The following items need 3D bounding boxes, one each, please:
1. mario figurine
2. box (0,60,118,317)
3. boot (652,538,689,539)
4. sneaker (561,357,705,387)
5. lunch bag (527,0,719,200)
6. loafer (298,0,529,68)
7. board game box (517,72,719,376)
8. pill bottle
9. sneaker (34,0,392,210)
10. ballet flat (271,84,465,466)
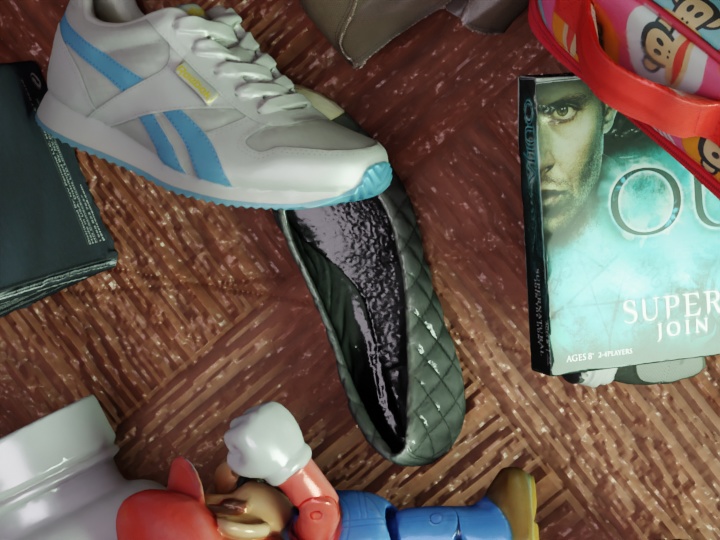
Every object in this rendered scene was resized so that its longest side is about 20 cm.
[{"bbox_3d":[-0.018,0.117,1.284,0.198,0.106,0.124,3,100,-9],"label":"mario figurine"},{"bbox_3d":[-0.253,-0.011,1.302,0.199,0.198,0.124,-23,91,15],"label":"box"},{"bbox_3d":[0.224,0.207,1.276,0.150,0.073,0.201,-17,96,16],"label":"boot"},{"bbox_3d":[0.143,-0.042,1.276,0.079,0.074,0.202,8,93,-19],"label":"sneaker"},{"bbox_3d":[0.172,-0.101,1.157,0.200,0.175,0.082,45,141,31],"label":"lunch bag"},{"bbox_3d":[0.064,-0.151,1.281,0.199,0.073,0.071,-18,103,20],"label":"loafer"},{"bbox_3d":[0.169,-0.031,1.231,0.199,0.028,0.136,-7,98,-19],"label":"board game box"},{"bbox_3d":[-0.130,0.171,1.335,0.119,0.120,0.201,-26,90,15],"label":"pill bottle"},{"bbox_3d":[-0.071,-0.082,1.283,0.199,0.076,0.081,21,107,28],"label":"sneaker"},{"bbox_3d":[0.000,0.000,1.313,0.066,0.057,0.201,-25,87,18],"label":"ballet flat"}]
